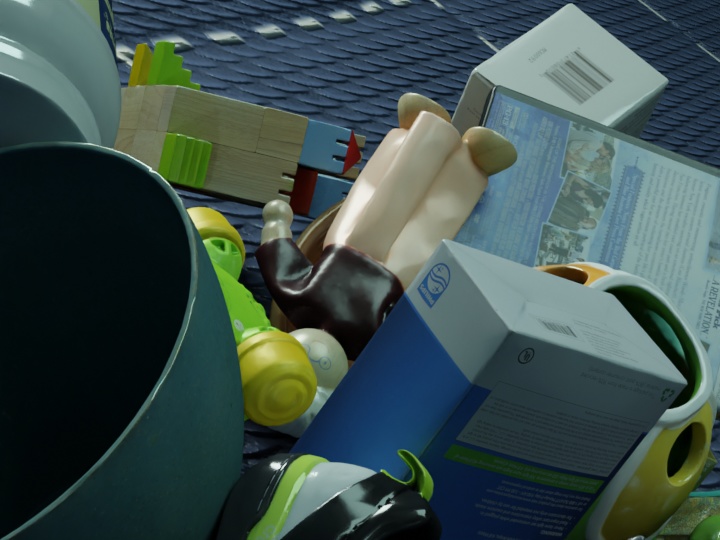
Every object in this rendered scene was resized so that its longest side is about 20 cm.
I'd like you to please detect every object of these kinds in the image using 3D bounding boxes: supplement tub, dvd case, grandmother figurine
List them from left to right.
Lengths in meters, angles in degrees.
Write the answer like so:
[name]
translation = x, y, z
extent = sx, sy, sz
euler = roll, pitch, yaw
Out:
[supplement tub]
translation = -0.174, -0.099, 0.900
extent = 0.145, 0.145, 0.200
euler = 24, 35, -29
[grandmother figurine]
translation = 0.000, 0.000, 1.121
extent = 0.121, 0.200, 0.061
euler = 22, -28, 14
[dvd case]
translation = 0.146, -0.007, 1.195
extent = 0.199, 0.018, 0.143
euler = 20, 64, -5

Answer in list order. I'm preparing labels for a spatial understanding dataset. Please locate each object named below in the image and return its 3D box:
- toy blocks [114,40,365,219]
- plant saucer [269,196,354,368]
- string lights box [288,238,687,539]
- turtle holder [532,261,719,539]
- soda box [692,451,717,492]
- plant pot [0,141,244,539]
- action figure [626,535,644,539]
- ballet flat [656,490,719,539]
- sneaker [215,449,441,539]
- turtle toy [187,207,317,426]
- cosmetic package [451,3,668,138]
[toy blocks]
translation = -0.062, -0.064, 1.227
extent = 0.136, 0.100, 0.200
euler = 13, 0, -18
[plant saucer]
translation = 0.045, 0.045, 1.175
extent = 0.199, 0.037, 0.201
euler = 8, 59, -13
[string lights box]
translation = 0.023, 0.092, 0.835
extent = 0.103, 0.200, 0.059
euler = 18, 26, -42
[turtle holder]
translation = 0.110, 0.083, 1.062
extent = 0.141, 0.132, 0.186
euler = 0, 62, -32
[soda box]
translation = 0.110, 0.083, 1.283
extent = 0.200, 0.064, 0.068
euler = 25, 22, -25
[plant pot]
translation = -0.122, 0.072, 0.790
extent = 0.135, 0.200, 0.200
euler = 60, -1, -41
[action figure]
translation = 0.111, 0.183, 0.986
extent = 0.102, 0.119, 0.200
euler = -15, 44, -11
[ballet flat]
translation = 0.166, 0.153, 1.226
extent = 0.200, 0.071, 0.071
euler = 11, 31, -46
[sneaker]
translation = -0.018, 0.153, 0.731
extent = 0.083, 0.201, 0.072
euler = 6, -18, 19
[turtle toy]
translation = -0.121, 0.025, 0.982
extent = 0.200, 0.101, 0.146
euler = 22, 22, -34
[cosmetic package]
translation = 0.099, -0.051, 1.336
extent = 0.085, 0.200, 0.108
euler = 40, 48, 15
